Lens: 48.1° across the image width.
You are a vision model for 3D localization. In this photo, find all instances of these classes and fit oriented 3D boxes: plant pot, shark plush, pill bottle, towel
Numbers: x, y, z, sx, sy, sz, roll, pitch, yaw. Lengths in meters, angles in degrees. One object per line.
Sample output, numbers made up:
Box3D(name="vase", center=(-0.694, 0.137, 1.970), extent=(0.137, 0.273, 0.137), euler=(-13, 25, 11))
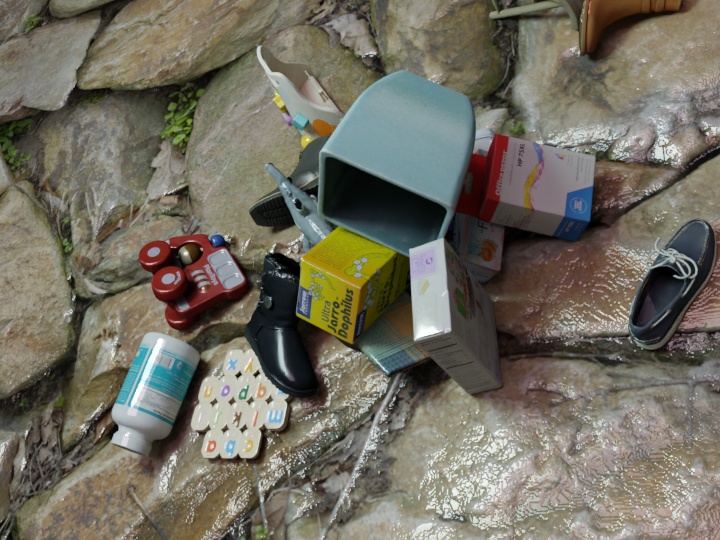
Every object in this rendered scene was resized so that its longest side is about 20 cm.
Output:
Box3D(name="plant pot", center=(0.066, -0.164, 1.160), extent=(0.194, 0.196, 0.202), euler=(23, 68, 6))
Box3D(name="shark plush", center=(-0.094, -0.114, 1.429), extent=(0.090, 0.083, 0.203), euler=(-27, 86, 7))
Box3D(name="pill bottle", center=(-0.368, 0.220, 1.427), extent=(0.109, 0.111, 0.203), euler=(6, 66, 34))
Box3D(name="towel", center=(0.039, 0.082, 1.263), extent=(0.145, 0.022, 0.200), euler=(-19, 44, -30))

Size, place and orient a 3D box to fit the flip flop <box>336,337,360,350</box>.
Box3D(name="flip flop", center=(-0.045, 0.058, 1.355), extent=(0.057, 0.082, 0.200), euler=(-35, 43, -10))

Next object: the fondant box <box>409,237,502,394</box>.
Box3D(name="fondant box", center=(0.137, 0.069, 1.146), extent=(0.057, 0.200, 0.146), euler=(-16, 55, 22))

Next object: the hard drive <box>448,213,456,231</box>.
Box3D(name="hard drive", center=(0.079, -0.147, 1.304), extent=(0.130, 0.203, 0.025), euler=(-16, 21, 3))

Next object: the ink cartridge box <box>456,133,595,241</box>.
Box3D(name="ink cartridge box", center=(0.247, -0.130, 1.222), extent=(0.196, 0.067, 0.118), euler=(12, 66, 0))

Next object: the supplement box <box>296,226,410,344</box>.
Box3D(name="supplement box", center=(0.000, 0.000, 1.253), extent=(0.108, 0.110, 0.200), euler=(24, 40, 21))

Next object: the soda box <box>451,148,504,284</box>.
Box3D(name="soda box", center=(0.189, -0.086, 1.276), extent=(0.068, 0.063, 0.203), euler=(131, 152, -62))

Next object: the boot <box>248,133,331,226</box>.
Box3D(name="boot", center=(-0.122, -0.173, 1.541), extent=(0.197, 0.078, 0.140), euler=(-20, 49, 4))

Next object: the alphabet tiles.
Box3D(name="alphabet tiles", center=(-0.202, 0.227, 1.383), extent=(0.197, 0.015, 0.199), euler=(-7, 57, 28))

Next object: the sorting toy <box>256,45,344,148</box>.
Box3D(name="sorting toy", center=(-0.133, -0.351, 1.573), extent=(0.106, 0.180, 0.201), euler=(-38, 50, 6))

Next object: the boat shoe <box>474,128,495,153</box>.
Box3D(name="boat shoe", center=(0.143, -0.177, 1.369), extent=(0.197, 0.074, 0.068), euler=(-24, 50, 17))

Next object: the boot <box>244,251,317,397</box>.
Box3D(name="boot", center=(-0.118, 0.085, 1.321), extent=(0.200, 0.075, 0.170), euler=(47, 129, 40))

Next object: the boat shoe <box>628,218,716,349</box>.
Box3D(name="boat shoe", center=(0.421, 0.008, 1.097), extent=(0.074, 0.062, 0.201), euler=(28, 79, 41))

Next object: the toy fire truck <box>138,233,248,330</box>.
Box3D(name="toy fire truck", center=(-0.319, 0.004, 1.542), extent=(0.166, 0.113, 0.201), euler=(-25, 49, -14))

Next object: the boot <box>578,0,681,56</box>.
Box3D(name="boot", center=(0.450, -0.443, 1.343), extent=(0.153, 0.077, 0.203), euler=(15, 82, 10))

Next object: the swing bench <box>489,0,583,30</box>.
Box3D(name="swing bench", center=(0.336, -0.559, 1.440), extent=(0.198, 0.130, 0.201), euler=(20, 74, 38))
